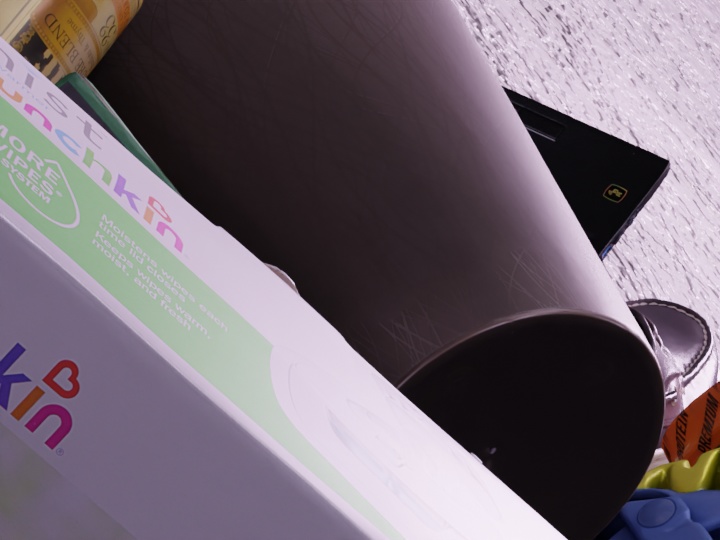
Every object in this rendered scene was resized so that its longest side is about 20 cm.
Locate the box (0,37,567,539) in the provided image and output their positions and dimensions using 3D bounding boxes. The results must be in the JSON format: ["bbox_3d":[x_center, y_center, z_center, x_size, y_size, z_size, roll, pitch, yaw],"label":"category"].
[{"bbox_3d":[-0.075,0.075,0.627,0.200,0.176,0.097,43,15,-12],"label":"box"}]

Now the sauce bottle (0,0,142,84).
[{"bbox_3d":[-0.135,-0.040,0.879,0.066,0.200,0.066,28,-24,14],"label":"sauce bottle"}]

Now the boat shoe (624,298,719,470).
[{"bbox_3d":[0.083,0.040,1.066,0.072,0.065,0.200,23,25,26],"label":"boat shoe"}]

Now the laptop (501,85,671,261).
[{"bbox_3d":[-0.009,-0.034,1.114,0.177,0.200,0.104,27,-28,26],"label":"laptop"}]

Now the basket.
[{"bbox_3d":[0.000,0.000,0.932,0.179,0.137,0.200,-1,35,-29],"label":"basket"}]

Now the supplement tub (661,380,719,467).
[{"bbox_3d":[0.190,0.123,0.998,0.122,0.122,0.201,9,50,-60],"label":"supplement tub"}]

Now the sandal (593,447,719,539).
[{"bbox_3d":[0.069,0.104,0.936,0.080,0.199,0.087,63,32,-25],"label":"sandal"}]

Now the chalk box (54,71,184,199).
[{"bbox_3d":[-0.085,0.044,0.757,0.125,0.124,0.200,50,-14,6],"label":"chalk box"}]
